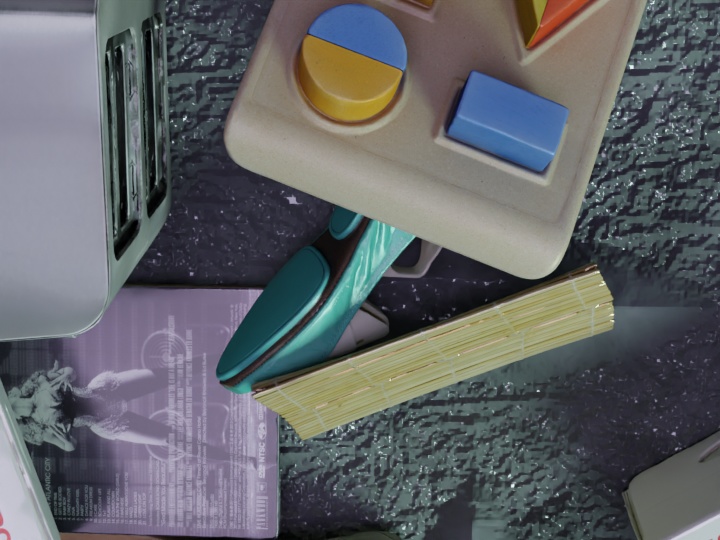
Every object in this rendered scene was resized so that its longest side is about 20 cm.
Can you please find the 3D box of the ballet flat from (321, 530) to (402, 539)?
[{"bbox_3d":[-0.060,0.195,0.752,0.198,0.064,0.068,-9,108,-7],"label":"ballet flat"}]

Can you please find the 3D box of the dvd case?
[{"bbox_3d":[-0.145,0.082,0.762,0.197,0.016,0.151,1,96,3],"label":"dvd case"}]

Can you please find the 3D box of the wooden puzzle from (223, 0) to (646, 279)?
[{"bbox_3d":[0.047,-0.120,0.656,0.183,0.046,0.202,21,79,-2],"label":"wooden puzzle"}]

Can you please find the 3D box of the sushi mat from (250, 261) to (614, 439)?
[{"bbox_3d":[0.044,0.047,0.713,0.198,0.096,0.012,-20,63,6],"label":"sushi mat"}]

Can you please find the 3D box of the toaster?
[{"bbox_3d":[-0.168,-0.077,0.651,0.117,0.181,0.202,1,105,0],"label":"toaster"}]

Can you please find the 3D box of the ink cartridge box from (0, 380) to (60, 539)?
[{"bbox_3d":[-0.278,0.130,0.703,0.198,0.084,0.148,-20,95,-11],"label":"ink cartridge box"}]

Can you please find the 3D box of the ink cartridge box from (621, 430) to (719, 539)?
[{"bbox_3d":[0.263,0.187,0.737,0.146,0.083,0.201,-31,101,12],"label":"ink cartridge box"}]

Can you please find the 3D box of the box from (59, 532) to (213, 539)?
[{"bbox_3d":[-0.176,0.227,0.809,0.198,0.021,0.165,14,105,1],"label":"box"}]

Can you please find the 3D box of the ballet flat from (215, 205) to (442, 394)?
[{"bbox_3d":[0.000,0.000,0.711,0.070,0.067,0.201,31,100,-23],"label":"ballet flat"}]
